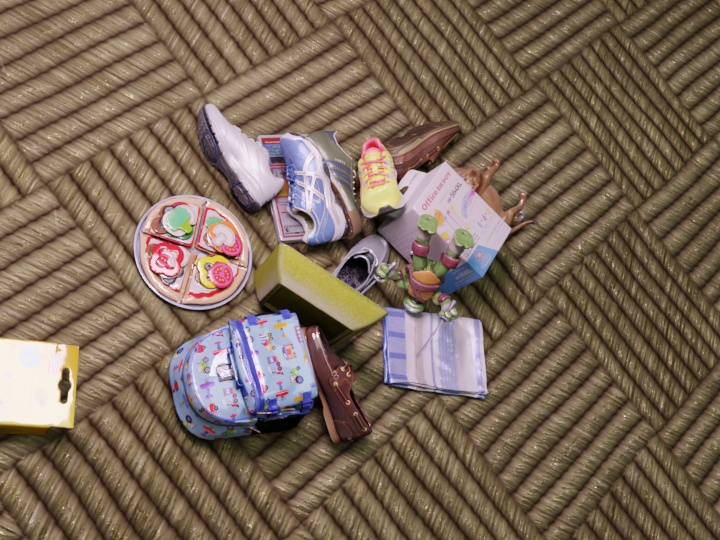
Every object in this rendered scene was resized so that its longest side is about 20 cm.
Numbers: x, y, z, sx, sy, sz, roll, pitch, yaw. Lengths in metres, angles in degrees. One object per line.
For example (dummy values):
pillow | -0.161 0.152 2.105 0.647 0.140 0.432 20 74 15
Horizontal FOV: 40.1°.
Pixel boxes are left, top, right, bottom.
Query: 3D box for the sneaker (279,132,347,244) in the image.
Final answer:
sneaker | -0.092 -0.138 1.676 0.076 0.076 0.202 -24 90 -30

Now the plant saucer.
plant saucer | -0.078 0.054 1.565 0.199 0.200 0.048 34 68 -8

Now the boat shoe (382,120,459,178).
boat shoe | 0.117 -0.232 1.860 0.199 0.071 0.068 -31 117 -40

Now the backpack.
backpack | -0.185 0.160 1.506 0.197 0.135 0.185 -5 70 -23

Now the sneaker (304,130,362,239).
sneaker | -0.031 -0.160 1.731 0.089 0.067 0.202 -26 82 -32

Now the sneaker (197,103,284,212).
sneaker | -0.208 -0.198 1.686 0.087 0.074 0.201 -34 94 -30

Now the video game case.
video game case | -0.098 -0.147 1.744 0.141 0.017 0.203 -5 71 -26

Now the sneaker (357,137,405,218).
sneaker | 0.026 -0.162 1.702 0.077 0.091 0.201 -16 32 3

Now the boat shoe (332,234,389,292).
boat shoe | -0.001 0.000 1.690 0.070 0.072 0.201 43 52 -2

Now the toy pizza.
toy pizza | -0.269 -0.035 1.608 0.197 0.032 0.203 10 65 -21

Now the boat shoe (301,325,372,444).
boat shoe | -0.036 0.176 1.566 0.071 0.069 0.202 -67 140 -69

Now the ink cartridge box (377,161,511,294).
ink cartridge box | 0.140 -0.081 1.749 0.200 0.125 0.129 43 58 -12

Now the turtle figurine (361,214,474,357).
turtle figurine | 0.102 0.022 1.631 0.199 0.196 0.144 -19 51 -44

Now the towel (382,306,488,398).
towel | 0.131 0.142 1.724 0.197 0.024 0.149 9 64 -21

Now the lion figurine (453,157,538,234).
lion figurine | 0.243 -0.127 1.865 0.200 0.072 0.123 46 65 -5

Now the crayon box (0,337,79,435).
crayon box | -0.506 0.164 1.401 0.197 0.051 0.129 8 66 -21
